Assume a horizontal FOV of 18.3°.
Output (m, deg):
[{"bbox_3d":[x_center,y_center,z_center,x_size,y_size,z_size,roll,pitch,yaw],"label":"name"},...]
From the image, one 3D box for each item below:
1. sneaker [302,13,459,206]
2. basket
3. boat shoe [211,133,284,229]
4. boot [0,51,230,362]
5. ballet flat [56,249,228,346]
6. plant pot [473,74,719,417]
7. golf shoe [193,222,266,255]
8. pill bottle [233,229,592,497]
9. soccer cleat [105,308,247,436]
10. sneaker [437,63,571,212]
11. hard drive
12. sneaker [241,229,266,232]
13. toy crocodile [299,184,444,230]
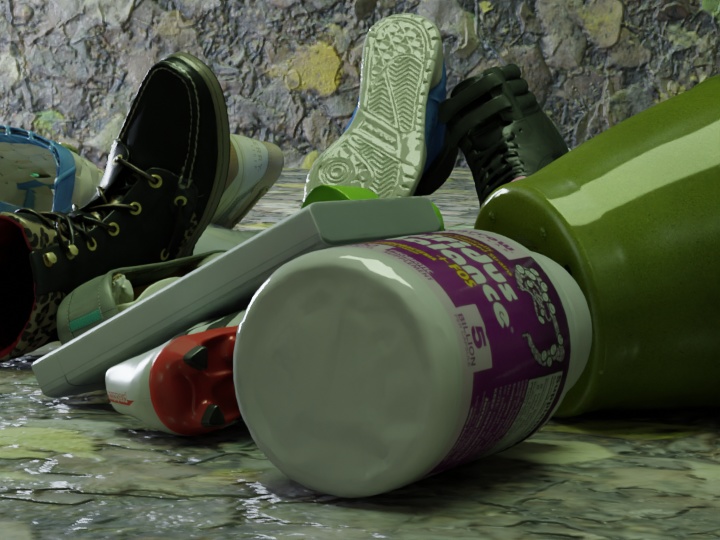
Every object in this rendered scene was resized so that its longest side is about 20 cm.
[{"bbox_3d":[0.017,-0.064,1.496,0.077,0.200,0.111,5,-34,14],"label":"sneaker"},{"bbox_3d":[-0.264,-0.033,1.533,0.176,0.140,0.200,7,-1,39],"label":"basket"},{"bbox_3d":[-0.128,-0.033,1.612,0.065,0.072,0.200,-1,-30,-42],"label":"boat shoe"},{"bbox_3d":[-0.164,-0.034,1.385,0.073,0.200,0.150,33,27,27],"label":"boot"},{"bbox_3d":[-0.103,0.021,1.384,0.064,0.068,0.200,-28,-8,37],"label":"ballet flat"},{"bbox_3d":[0.171,-0.004,1.232,0.192,0.201,0.200,-15,12,-25],"label":"plant pot"},{"bbox_3d":[-0.069,0.004,1.546,0.091,0.076,0.200,5,8,36],"label":"golf shoe"},{"bbox_3d":[0.035,0.037,1.051,0.112,0.113,0.200,4,7,27],"label":"pill bottle"},{"bbox_3d":[-0.042,0.043,1.175,0.200,0.069,0.085,-16,9,-38],"label":"soccer cleat"},{"bbox_3d":[0.086,-0.070,1.433,0.071,0.099,0.200,-33,13,20],"label":"sneaker"},{"bbox_3d":[-0.067,0.015,1.227,0.200,0.027,0.132,-29,-11,28],"label":"hard drive"},{"bbox_3d":[-0.026,-0.009,1.688,0.199,0.073,0.082,2,3,-8],"label":"sneaker"},{"bbox_3d":[0.045,0.010,1.327,0.200,0.062,0.067,39,23,18],"label":"toy crocodile"}]
